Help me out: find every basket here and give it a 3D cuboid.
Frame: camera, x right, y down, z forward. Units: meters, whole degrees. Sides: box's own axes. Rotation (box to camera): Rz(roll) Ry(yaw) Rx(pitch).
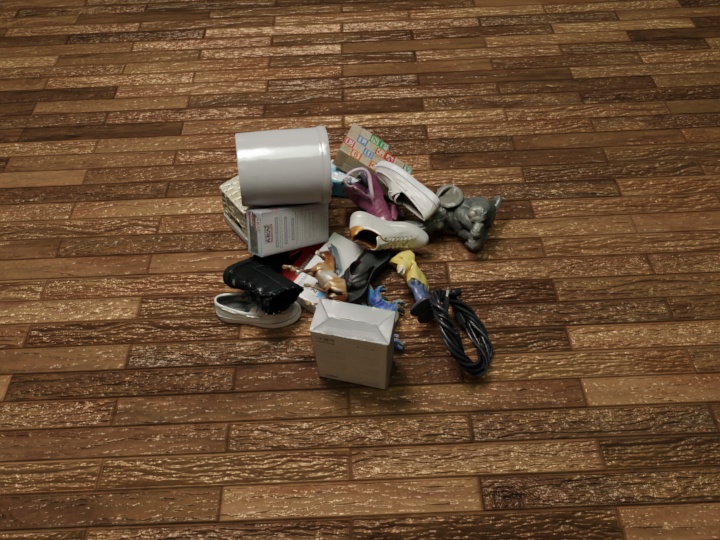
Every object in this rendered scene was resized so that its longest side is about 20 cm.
[{"bbox_3d":[-0.245,-0.182,1.369,0.199,0.124,0.135,-36,61,-21],"label":"basket"}]

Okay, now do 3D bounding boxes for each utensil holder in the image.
[{"bbox_3d":[-0.173,-0.229,1.200,0.197,0.171,0.172,-6,54,-12],"label":"utensil holder"}]

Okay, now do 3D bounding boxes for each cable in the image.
[{"bbox_3d":[0.216,0.126,1.135,0.050,0.162,0.203,-30,66,28],"label":"cable"}]

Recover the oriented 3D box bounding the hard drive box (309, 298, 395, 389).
[{"bbox_3d":[-0.012,0.152,1.083,0.153,0.201,0.078,10,55,8],"label":"hard drive box"}]

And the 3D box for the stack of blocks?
[{"bbox_3d":[0.037,-0.285,1.420,0.198,0.059,0.116,30,53,-10],"label":"stack of blocks"}]

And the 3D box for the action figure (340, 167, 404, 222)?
[{"bbox_3d":[0.046,-0.158,1.327,0.133,0.149,0.202,-32,86,-11],"label":"action figure"}]

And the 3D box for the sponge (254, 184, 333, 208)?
[{"bbox_3d":[-0.177,-0.216,1.300,0.197,0.030,0.113,-20,73,-19],"label":"sponge"}]

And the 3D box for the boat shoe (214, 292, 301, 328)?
[{"bbox_3d":[-0.235,0.085,1.218,0.196,0.066,0.074,-2,54,1],"label":"boat shoe"}]

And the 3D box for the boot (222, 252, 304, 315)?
[{"bbox_3d":[-0.193,0.018,1.207,0.161,0.074,0.197,26,36,33],"label":"boot"}]

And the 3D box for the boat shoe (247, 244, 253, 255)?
[{"bbox_3d":[-0.180,-0.087,1.330,0.199,0.072,0.065,-35,45,-10],"label":"boat shoe"}]

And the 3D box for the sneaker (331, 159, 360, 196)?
[{"bbox_3d":[-0.084,-0.276,1.460,0.197,0.080,0.132,13,58,-1],"label":"sneaker"}]

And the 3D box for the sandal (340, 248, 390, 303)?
[{"bbox_3d":[-0.001,-0.001,1.237,0.074,0.048,0.201,19,49,26],"label":"sandal"}]

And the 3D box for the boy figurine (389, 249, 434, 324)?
[{"bbox_3d":[0.116,0.021,1.228,0.064,0.124,0.201,-36,44,13],"label":"boy figurine"}]

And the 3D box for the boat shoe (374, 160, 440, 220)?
[{"bbox_3d":[0.100,-0.190,1.294,0.199,0.072,0.066,41,75,19],"label":"boat shoe"}]

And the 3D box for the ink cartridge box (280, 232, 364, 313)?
[{"bbox_3d":[-0.113,-0.012,1.296,0.174,0.045,0.201,27,60,18],"label":"ink cartridge box"}]

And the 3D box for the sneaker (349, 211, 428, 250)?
[{"bbox_3d":[0.066,-0.071,1.267,0.197,0.073,0.086,13,49,-10],"label":"sneaker"}]

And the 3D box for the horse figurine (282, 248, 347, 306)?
[{"bbox_3d":[-0.081,0.023,1.167,0.131,0.050,0.200,0,33,-35],"label":"horse figurine"}]

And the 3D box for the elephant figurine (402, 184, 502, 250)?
[{"bbox_3d":[0.221,-0.139,1.323,0.198,0.144,0.155,21,15,26],"label":"elephant figurine"}]

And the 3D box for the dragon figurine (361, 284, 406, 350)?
[{"bbox_3d":[0.036,0.091,1.210,0.199,0.059,0.099,39,64,23],"label":"dragon figurine"}]

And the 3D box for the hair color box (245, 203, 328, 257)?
[{"bbox_3d":[-0.165,-0.103,1.242,0.060,0.101,0.198,17,24,41],"label":"hair color box"}]
